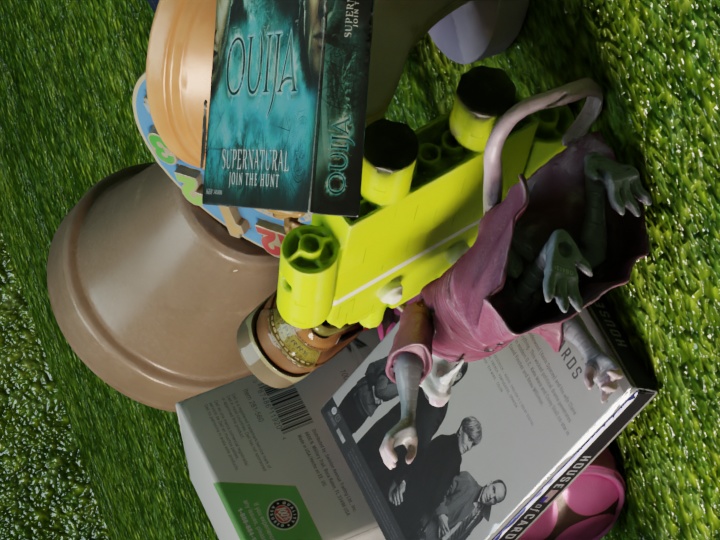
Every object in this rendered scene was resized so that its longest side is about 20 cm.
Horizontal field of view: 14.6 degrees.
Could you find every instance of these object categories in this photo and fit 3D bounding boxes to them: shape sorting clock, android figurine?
[{"bbox_3d":[-0.072,-0.070,1.919,0.200,0.039,0.200,26,156,13],"label":"shape sorting clock"},{"bbox_3d":[0.031,-0.031,1.496,0.041,0.182,0.200,53,158,20],"label":"android figurine"}]

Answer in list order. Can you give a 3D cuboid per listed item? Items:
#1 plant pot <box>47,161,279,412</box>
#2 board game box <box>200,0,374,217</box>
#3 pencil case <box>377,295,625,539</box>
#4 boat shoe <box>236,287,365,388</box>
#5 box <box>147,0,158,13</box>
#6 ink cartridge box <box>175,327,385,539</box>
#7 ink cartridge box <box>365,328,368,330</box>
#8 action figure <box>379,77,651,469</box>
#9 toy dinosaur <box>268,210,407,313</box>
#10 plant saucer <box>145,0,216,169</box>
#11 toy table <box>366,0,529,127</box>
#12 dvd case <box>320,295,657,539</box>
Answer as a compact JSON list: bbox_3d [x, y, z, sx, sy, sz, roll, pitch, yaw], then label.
[{"bbox_3d":[-0.115,-0.019,2.101,0.175,0.200,0.201,-49,58,53],"label":"plant pot"},{"bbox_3d":[-0.039,-0.097,1.431,0.200,0.028,0.136,-173,87,-71],"label":"board game box"},{"bbox_3d":[0.077,0.083,1.657,0.094,0.091,0.200,87,162,-48],"label":"pencil case"},{"bbox_3d":[0.000,0.000,1.740,0.072,0.200,0.068,45,132,-11],"label":"boat shoe"},{"bbox_3d":[-0.101,-0.213,1.928,0.200,0.079,0.141,59,165,17],"label":"box"},{"bbox_3d":[0.005,0.121,1.745,0.084,0.200,0.146,84,162,-50],"label":"ink cartridge box"},{"bbox_3d":[-0.002,0.087,1.932,0.116,0.067,0.200,34,145,36],"label":"ink cartridge box"},{"bbox_3d":[0.061,0.011,1.467,0.200,0.134,0.149,-38,69,58],"label":"action figure"},{"bbox_3d":[-0.004,-0.039,1.662,0.200,0.106,0.061,-70,-35,-53],"label":"toy dinosaur"},{"bbox_3d":[-0.044,-0.145,1.646,0.037,0.200,0.201,29,142,31],"label":"plant saucer"},{"bbox_3d":[0.014,-0.171,1.520,0.200,0.117,0.184,96,152,-56],"label":"toy table"},{"bbox_3d":[0.068,0.073,1.580,0.200,0.025,0.151,-49,52,30],"label":"dvd case"}]
